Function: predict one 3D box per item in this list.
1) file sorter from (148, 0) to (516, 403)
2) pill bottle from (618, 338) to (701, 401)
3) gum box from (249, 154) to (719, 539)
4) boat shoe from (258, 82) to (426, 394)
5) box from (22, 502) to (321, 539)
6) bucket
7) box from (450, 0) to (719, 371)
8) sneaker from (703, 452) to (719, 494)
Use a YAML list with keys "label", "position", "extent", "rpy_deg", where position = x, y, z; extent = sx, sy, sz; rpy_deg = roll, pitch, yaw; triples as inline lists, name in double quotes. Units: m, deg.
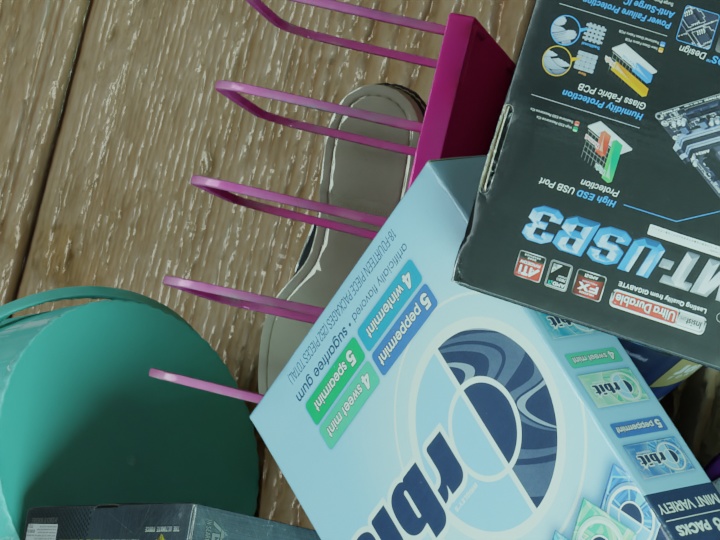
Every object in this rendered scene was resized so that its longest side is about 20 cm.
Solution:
- label: "file sorter"
  position: [-0.015, -0.025, 1.339]
  extent: [0.139, 0.124, 0.202]
  rpy_deg: [26, -103, -78]
- label: "pill bottle"
  position: [0.103, 0.004, 1.184]
  extent: [0.200, 0.111, 0.113]
  rpy_deg: [-44, 40, 45]
- label: "gum box"
  position: [0.050, 0.084, 1.136]
  extent: [0.201, 0.044, 0.170]
  rpy_deg: [58, 133, 26]
- label: "boat shoe"
  position: [0.000, 0.000, 1.459]
  extent: [0.063, 0.072, 0.201]
  rpy_deg: [-18, -57, -71]
- label: "box"
  position: [-0.061, 0.153, 1.366]
  extent: [0.200, 0.157, 0.051]
  rpy_deg: [-8, 70, 59]
- label: "bucket"
  position: [-0.164, 0.113, 1.540]
  extent: [0.134, 0.206, 0.209]
  rpy_deg: [-16, 63, 48]
- label: "box"
  position: [0.156, -0.060, 1.043]
  extent: [0.050, 0.199, 0.200]
  rpy_deg: [-6, -67, -77]
- label: "sneaker"
  position: [0.107, 0.114, 1.183]
  extent: [0.199, 0.074, 0.088]
  rpy_deg: [-5, 62, 50]
